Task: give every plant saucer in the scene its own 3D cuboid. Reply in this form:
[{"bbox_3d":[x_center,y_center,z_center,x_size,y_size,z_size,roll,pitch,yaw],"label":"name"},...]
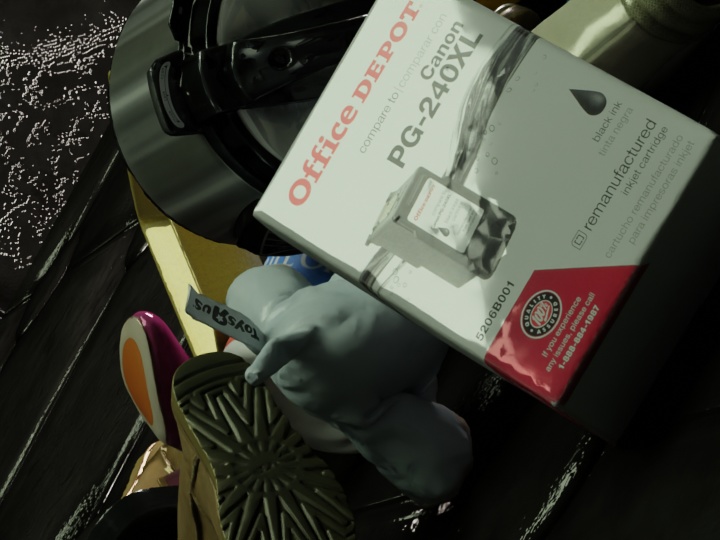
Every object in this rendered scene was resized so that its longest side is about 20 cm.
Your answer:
[{"bbox_3d":[-0.099,-0.009,1.833,0.200,0.048,0.201,87,161,-62],"label":"plant saucer"}]

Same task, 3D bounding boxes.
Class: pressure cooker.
[{"bbox_3d":[-0.037,-0.110,1.591,0.200,0.178,0.177,-21,39,62],"label":"pressure cooker"}]

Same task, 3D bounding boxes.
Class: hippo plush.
[{"bbox_3d":[0.018,0.005,1.508,0.161,0.200,0.159,-48,42,3],"label":"hippo plush"}]

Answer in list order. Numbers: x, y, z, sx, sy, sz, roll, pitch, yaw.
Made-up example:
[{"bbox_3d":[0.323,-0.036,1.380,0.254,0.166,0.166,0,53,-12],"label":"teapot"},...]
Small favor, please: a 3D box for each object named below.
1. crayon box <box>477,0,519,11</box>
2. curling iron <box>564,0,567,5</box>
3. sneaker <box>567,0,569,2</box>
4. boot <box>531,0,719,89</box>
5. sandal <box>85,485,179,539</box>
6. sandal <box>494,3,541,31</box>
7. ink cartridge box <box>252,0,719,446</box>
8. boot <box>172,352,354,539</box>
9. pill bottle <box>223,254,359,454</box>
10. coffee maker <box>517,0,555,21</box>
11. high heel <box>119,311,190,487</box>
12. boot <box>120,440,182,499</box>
[{"bbox_3d":[0.077,-0.222,1.768,0.125,0.052,0.201,-25,40,29],"label":"crayon box"},{"bbox_3d":[0.135,-0.153,1.756,0.201,0.025,0.050,-63,6,-13],"label":"curling iron"},{"bbox_3d":[0.168,-0.185,1.637,0.200,0.077,0.070,98,-167,-64],"label":"sneaker"},{"bbox_3d":[0.141,-0.129,1.574,0.155,0.072,0.200,-42,0,21],"label":"boot"},{"bbox_3d":[-0.099,0.141,1.691,0.076,0.048,0.200,-55,-27,16],"label":"sandal"},{"bbox_3d":[0.072,-0.123,1.734,0.081,0.054,0.200,-64,-5,1],"label":"sandal"},{"bbox_3d":[0.068,-0.034,1.345,0.146,0.199,0.083,-59,-31,1],"label":"ink cartridge box"},{"bbox_3d":[-0.053,0.164,1.536,0.201,0.066,0.176,93,158,-49],"label":"boot"},{"bbox_3d":[0.000,0.000,1.729,0.112,0.112,0.201,-38,24,57],"label":"pill bottle"},{"bbox_3d":[0.119,-0.264,1.916,0.192,0.135,0.201,13,71,49],"label":"coffee maker"},{"bbox_3d":[-0.085,0.082,1.736,0.095,0.201,0.067,-25,43,-13],"label":"high heel"},{"bbox_3d":[-0.094,0.120,1.930,0.200,0.066,0.176,-46,23,33],"label":"boot"}]
